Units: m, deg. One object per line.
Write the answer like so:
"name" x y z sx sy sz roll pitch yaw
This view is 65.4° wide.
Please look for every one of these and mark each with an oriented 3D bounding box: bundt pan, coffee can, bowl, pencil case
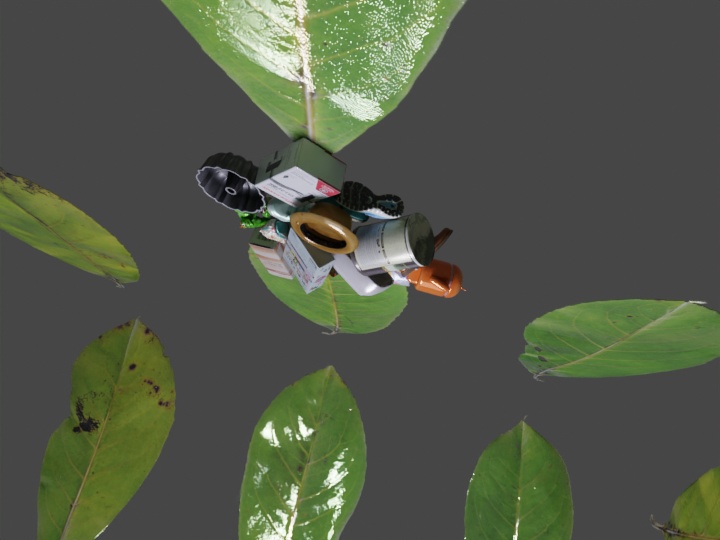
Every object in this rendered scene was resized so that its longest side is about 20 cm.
"bundt pan" -0.338 -0.245 1.522 0.199 0.077 0.203 16 154 8
"coffee can" 0.088 -0.070 1.571 0.198 0.149 0.146 -10 152 36
"bowl" 0.000 0.000 1.738 0.200 0.075 0.200 46 -162 9
"pencil case" 0.087 -0.001 1.951 0.196 0.085 0.091 10 -163 8

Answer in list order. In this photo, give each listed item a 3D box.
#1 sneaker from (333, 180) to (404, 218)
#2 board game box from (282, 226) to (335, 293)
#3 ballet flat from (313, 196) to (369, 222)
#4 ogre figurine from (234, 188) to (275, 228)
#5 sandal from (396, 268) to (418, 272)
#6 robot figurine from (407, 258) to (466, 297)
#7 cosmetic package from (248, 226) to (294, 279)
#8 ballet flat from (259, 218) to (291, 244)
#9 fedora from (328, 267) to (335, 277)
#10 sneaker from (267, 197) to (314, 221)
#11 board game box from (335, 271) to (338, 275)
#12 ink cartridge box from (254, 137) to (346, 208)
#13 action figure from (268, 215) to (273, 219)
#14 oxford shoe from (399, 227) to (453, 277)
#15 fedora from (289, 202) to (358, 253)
"sneaker" 0.014 -0.175 1.513 0.197 0.080 0.090 18 164 -12
"board game box" -0.157 -0.038 1.666 0.149 0.064 0.200 56 154 11
"ballet flat" -0.065 -0.179 1.576 0.198 0.068 0.062 24 169 -28
"ogre figurine" -0.314 -0.181 1.703 0.118 0.100 0.200 -11 171 13
"sandal" 0.088 -0.035 1.810 0.204 0.060 0.079 20 -155 1
"robot figurine" 0.254 0.024 1.860 0.197 0.118 0.144 14 162 -4
"cosmetic package" -0.280 -0.063 1.861 0.102 0.088 0.201 12 155 21
"ballet flat" -0.242 -0.116 1.713 0.063 0.077 0.200 -9 167 17
"fedora" -0.109 -0.075 1.807 0.081 0.202 0.200 -31 147 11
"sneaker" -0.164 -0.176 1.629 0.198 0.075 0.118 13 169 -29
"board game box" -0.148 -0.064 1.884 0.032 0.121 0.200 -26 147 18
"ink cartridge box" -0.154 -0.241 1.421 0.143 0.085 0.198 26 158 -35
"action figure" -0.251 -0.119 1.891 0.116 0.055 0.200 4 152 30
"oxford shoe" 0.181 -0.067 1.631 0.072 0.199 0.071 52 -168 1
"fedora" -0.088 -0.122 1.496 0.198 0.083 0.201 20 157 8
